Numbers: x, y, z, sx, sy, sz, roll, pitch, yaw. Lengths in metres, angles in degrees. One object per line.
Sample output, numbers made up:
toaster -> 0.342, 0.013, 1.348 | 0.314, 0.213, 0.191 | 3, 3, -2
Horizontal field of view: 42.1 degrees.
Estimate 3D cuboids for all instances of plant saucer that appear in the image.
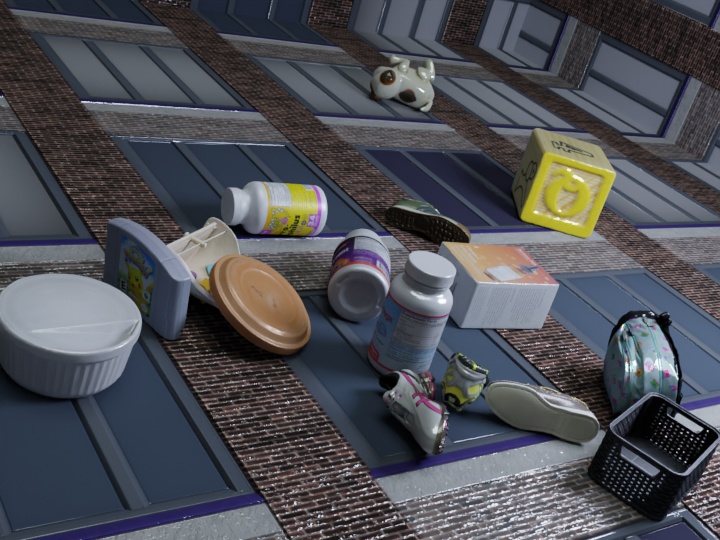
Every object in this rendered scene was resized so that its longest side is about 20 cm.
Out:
plant saucer -> -0.160, 0.050, 1.542 | 0.200, 0.032, 0.201 | 35, 26, -20

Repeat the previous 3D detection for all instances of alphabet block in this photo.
alphabet block -> 0.514, -0.226, 2.400 | 0.195, 0.196, 0.200 | 13, 27, -4

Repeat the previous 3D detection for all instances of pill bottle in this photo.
pill bottle -> 0.088, 0.074, 1.547 | 0.108, 0.201, 0.109 | 14, 26, -7
pill bottle -> -0.174, -0.124, 1.874 | 0.199, 0.105, 0.104 | 1, 31, -30
pill bottle -> 0.000, 0.000, 1.735 | 0.111, 0.112, 0.200 | 15, 26, -5

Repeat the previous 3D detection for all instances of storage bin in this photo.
storage bin -> 0.470, 0.291, 1.490 | 0.135, 0.094, 0.200 | 33, 31, 28

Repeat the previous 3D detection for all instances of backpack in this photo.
backpack -> 0.503, 0.183, 1.674 | 0.126, 0.168, 0.200 | -1, 29, 6

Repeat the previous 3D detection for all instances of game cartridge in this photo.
game cartridge -> -0.344, 0.005, 1.489 | 0.200, 0.134, 0.040 | 35, 33, 32

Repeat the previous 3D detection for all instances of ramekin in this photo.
ramekin -> -0.414, 0.095, 1.316 | 0.201, 0.095, 0.203 | 14, 26, -7

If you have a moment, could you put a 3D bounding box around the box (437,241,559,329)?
box -> 0.259, 0.030, 1.844 | 0.199, 0.107, 0.152 | 2, 30, -28

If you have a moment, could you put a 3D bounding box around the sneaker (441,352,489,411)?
sneaker -> 0.158, 0.180, 1.491 | 0.075, 0.077, 0.200 | 32, -5, 15

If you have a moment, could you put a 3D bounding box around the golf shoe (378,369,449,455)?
golf shoe -> 0.079, 0.216, 1.422 | 0.091, 0.073, 0.200 | 7, 19, -11

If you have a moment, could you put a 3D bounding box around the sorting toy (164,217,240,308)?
sorting toy -> -0.246, 0.016, 1.580 | 0.180, 0.107, 0.200 | 33, 23, 8

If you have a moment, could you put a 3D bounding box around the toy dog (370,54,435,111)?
toy dog -> 0.120, -0.573, 2.917 | 0.199, 0.139, 0.195 | 3, 66, -31

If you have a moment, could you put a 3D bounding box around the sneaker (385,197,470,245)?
sneaker -> 0.161, -0.116, 2.104 | 0.199, 0.067, 0.090 | 20, 32, 12

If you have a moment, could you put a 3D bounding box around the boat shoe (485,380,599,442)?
boat shoe -> 0.294, 0.223, 1.539 | 0.199, 0.072, 0.060 | 19, 20, -7
